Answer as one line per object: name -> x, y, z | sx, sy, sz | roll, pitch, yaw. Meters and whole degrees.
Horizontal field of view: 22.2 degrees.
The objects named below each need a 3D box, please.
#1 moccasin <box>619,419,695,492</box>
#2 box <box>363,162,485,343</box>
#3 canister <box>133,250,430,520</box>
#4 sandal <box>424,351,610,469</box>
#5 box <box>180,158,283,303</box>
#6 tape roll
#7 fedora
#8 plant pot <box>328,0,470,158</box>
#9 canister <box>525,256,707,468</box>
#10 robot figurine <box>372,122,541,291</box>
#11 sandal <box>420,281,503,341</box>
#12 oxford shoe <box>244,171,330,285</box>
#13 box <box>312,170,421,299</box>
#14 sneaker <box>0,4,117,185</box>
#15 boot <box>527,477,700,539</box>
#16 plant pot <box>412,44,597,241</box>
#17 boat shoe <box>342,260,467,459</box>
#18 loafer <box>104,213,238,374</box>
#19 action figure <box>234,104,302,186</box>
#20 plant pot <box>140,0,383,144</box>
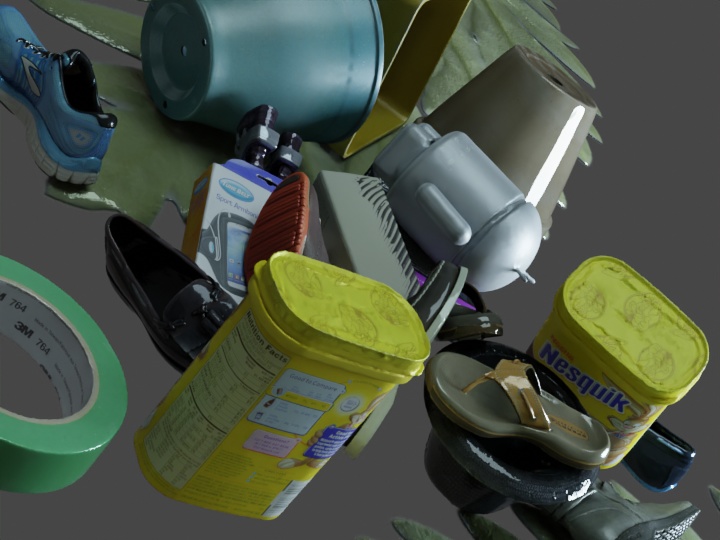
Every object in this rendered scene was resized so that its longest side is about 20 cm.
moccasin -> 0.269, 0.137, 1.906 | 0.200, 0.068, 0.080 | 45, 27, 8
box -> 0.062, -0.016, 1.904 | 0.143, 0.036, 0.201 | 32, 30, -20
canister -> -0.064, 0.093, 1.397 | 0.148, 0.200, 0.087 | 19, 34, -36
sandal -> 0.143, 0.112, 1.593 | 0.199, 0.054, 0.081 | 24, 35, -22
box -> -0.100, -0.004, 1.615 | 0.119, 0.041, 0.201 | 28, 45, -24
tape roll -> -0.266, 0.070, 1.341 | 0.200, 0.048, 0.201 | 30, 29, -19
fedora -> 0.120, 0.155, 1.658 | 0.200, 0.092, 0.201 | 26, 35, -20
plant pot -> -0.011, -0.273, 2.036 | 0.176, 0.201, 0.200 | 34, 26, 11
canister -> 0.231, 0.094, 1.754 | 0.148, 0.200, 0.087 | 42, 62, 11
robot figurine -> 0.103, -0.060, 1.858 | 0.200, 0.113, 0.169 | 47, 21, 9
sandal -> 0.079, 0.034, 1.720 | 0.081, 0.055, 0.200 | -8, 4, -11
oxford shoe -> -0.053, 0.012, 1.574 | 0.072, 0.071, 0.201 | 26, 56, -38
box -> 0.000, 0.000, 1.737 | 0.068, 0.082, 0.201 | 6, 42, -25
sneaker -> -0.272, -0.172, 1.643 | 0.078, 0.090, 0.200 | -1, 47, -52
boot -> 0.240, 0.220, 1.756 | 0.131, 0.068, 0.200 | 45, 25, 22
plant pot -> 0.167, -0.148, 2.050 | 0.199, 0.174, 0.200 | 33, 19, -13
boat shoe -> 0.025, 0.066, 1.601 | 0.060, 0.072, 0.202 | 32, 69, 2
loafer -> -0.149, 0.024, 1.490 | 0.200, 0.072, 0.063 | 40, -22, 35
action figure -> -0.093, -0.057, 1.732 | 0.130, 0.069, 0.201 | 34, 42, -28
plant pot -> -0.109, -0.220, 1.835 | 0.187, 0.201, 0.201 | -9, 53, -37
